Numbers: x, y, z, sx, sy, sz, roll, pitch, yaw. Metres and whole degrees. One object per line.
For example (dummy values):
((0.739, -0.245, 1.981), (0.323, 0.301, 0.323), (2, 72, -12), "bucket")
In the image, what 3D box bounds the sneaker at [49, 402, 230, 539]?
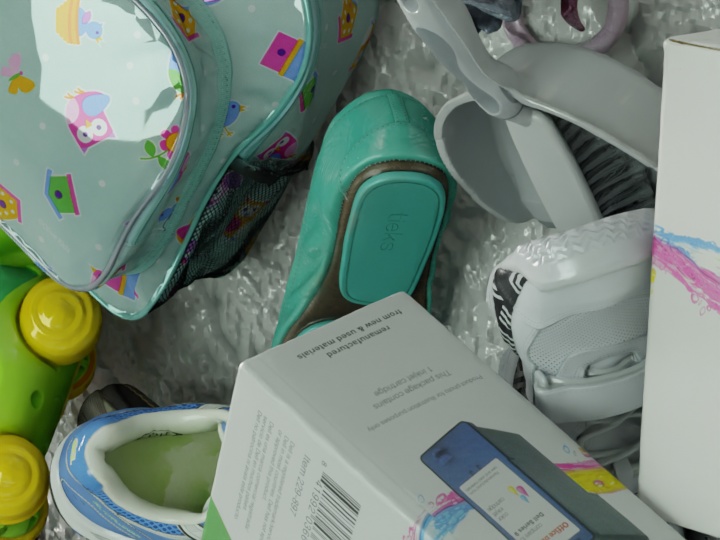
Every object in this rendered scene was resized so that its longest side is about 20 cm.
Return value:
((-0.033, 0.099, 1.245), (0.077, 0.198, 0.076), (108, 167, -76), "sneaker")

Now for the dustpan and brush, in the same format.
((0.068, -0.057, 1.113), (0.139, 0.057, 0.200), (10, 144, 41), "dustpan and brush")

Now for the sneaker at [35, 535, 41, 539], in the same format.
((-0.197, 0.211, 1.483), (0.106, 0.075, 0.201), (-21, 84, 43), "sneaker")

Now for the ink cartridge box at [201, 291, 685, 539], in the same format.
((0.037, 0.130, 1.082), (0.200, 0.087, 0.146), (42, 136, 30), "ink cartridge box")

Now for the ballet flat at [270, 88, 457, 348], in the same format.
((0.000, 0.000, 1.259), (0.201, 0.067, 0.071), (108, 164, -46), "ballet flat")

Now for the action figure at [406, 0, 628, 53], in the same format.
((0.074, -0.190, 1.136), (0.133, 0.148, 0.201), (5, 82, 45), "action figure")

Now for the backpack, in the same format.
((-0.096, -0.100, 1.263), (0.176, 0.153, 0.200), (43, 111, 12), "backpack")

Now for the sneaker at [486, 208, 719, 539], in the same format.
((0.099, 0.057, 1.115), (0.200, 0.075, 0.116), (87, 164, -69), "sneaker")

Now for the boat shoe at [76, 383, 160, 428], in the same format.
((-0.048, 0.125, 1.328), (0.200, 0.073, 0.075), (47, 143, 14), "boat shoe")

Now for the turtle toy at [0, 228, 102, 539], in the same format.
((-0.174, 0.037, 1.362), (0.146, 0.100, 0.201), (118, 169, -76), "turtle toy")

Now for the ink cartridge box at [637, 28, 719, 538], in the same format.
((0.187, -0.008, 1.043), (0.125, 0.128, 0.201), (13, 108, 39), "ink cartridge box")
